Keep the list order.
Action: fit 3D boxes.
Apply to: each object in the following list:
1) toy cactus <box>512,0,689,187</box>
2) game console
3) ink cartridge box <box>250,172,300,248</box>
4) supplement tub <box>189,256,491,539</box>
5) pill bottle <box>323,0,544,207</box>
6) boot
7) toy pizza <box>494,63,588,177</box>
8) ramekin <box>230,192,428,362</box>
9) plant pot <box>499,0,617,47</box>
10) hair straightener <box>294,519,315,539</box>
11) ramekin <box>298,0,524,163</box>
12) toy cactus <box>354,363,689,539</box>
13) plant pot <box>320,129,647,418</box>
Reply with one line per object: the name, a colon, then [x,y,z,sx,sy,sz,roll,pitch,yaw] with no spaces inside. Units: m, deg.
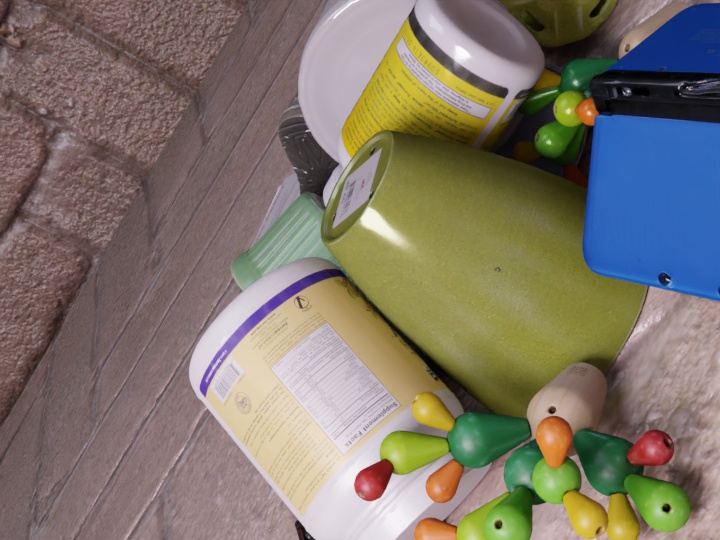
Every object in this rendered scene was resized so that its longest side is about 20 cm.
toy cactus: [0.204,-0.137,0.883,0.165,0.102,0.200,-44,17,-10]
game console: [0.246,-0.077,0.705,0.170,0.119,0.199,-37,30,-26]
ink cartridge box: [-0.062,-0.043,1.365,0.147,0.084,0.200,-65,15,-10]
supplement tub: [-0.014,0.106,0.837,0.145,0.200,0.146,-38,-18,-15]
pill bottle: [0.051,-0.118,0.921,0.201,0.111,0.113,-56,20,33]
boot: [-0.018,-0.157,1.143,0.072,0.183,0.201,-3,44,13]
toy pizza: [0.126,-0.096,1.033,0.199,0.032,0.202,-29,44,32]
ramekin: [-0.010,0.020,1.025,0.098,0.199,0.200,-50,21,6]
plant pot: [0.151,-0.299,1.089,0.202,0.199,0.184,-57,32,10]
hair straightener: [-0.021,0.238,0.999,0.077,0.041,0.200,-56,16,13]
ramekin: [0.047,-0.182,1.003,0.203,0.201,0.095,-48,25,32]
toy cactus: [0.108,0.106,0.710,0.198,0.103,0.165,-6,24,34]
plant pot: [0.076,-0.012,0.842,0.187,0.199,0.188,-49,24,30]
